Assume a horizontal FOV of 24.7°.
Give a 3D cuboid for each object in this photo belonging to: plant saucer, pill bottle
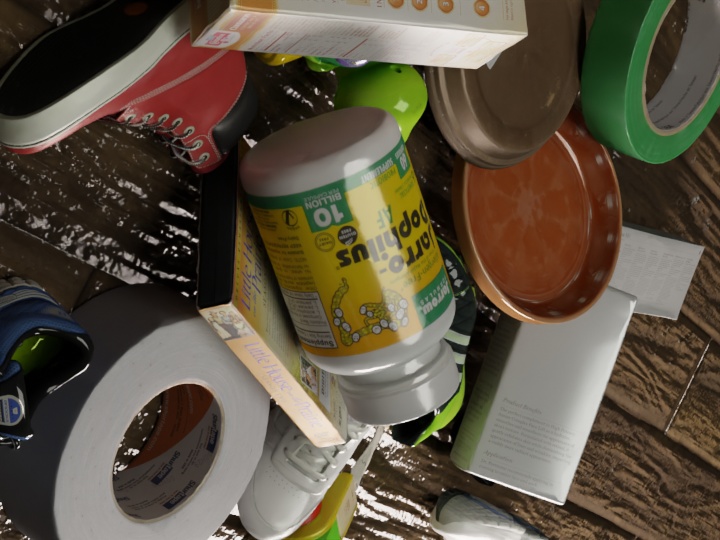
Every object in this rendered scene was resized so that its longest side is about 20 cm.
[{"bbox_3d":[0.148,-0.054,1.399,0.200,0.032,0.201,7,79,-42],"label":"plant saucer"},{"bbox_3d":[0.123,-0.180,1.321,0.200,0.029,0.201,-13,108,-46],"label":"plant saucer"},{"bbox_3d":[0.000,0.000,1.121,0.113,0.113,0.201,-35,116,-36],"label":"pill bottle"}]

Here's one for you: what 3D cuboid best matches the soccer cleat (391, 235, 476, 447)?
[{"bbox_3d":[0.054,0.062,1.370,0.081,0.067,0.201,-43,142,-41],"label":"soccer cleat"}]

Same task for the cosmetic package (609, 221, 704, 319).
[{"bbox_3d":[0.262,-0.005,1.612,0.200,0.051,0.083,10,104,-53],"label":"cosmetic package"}]

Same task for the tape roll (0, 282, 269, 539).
[{"bbox_3d":[-0.153,0.114,1.139,0.200,0.066,0.201,-29,131,-39],"label":"tape roll"}]

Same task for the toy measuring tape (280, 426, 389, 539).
[{"bbox_3d":[-0.038,0.180,1.346,0.200,0.073,0.074,-62,151,-45],"label":"toy measuring tape"}]

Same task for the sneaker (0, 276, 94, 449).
[{"bbox_3d":[-0.244,0.071,0.979,0.200,0.089,0.079,-33,132,-37],"label":"sneaker"}]

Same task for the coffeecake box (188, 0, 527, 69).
[{"bbox_3d":[-0.005,-0.214,1.017,0.199,0.073,0.154,1,77,-25],"label":"coffeecake box"}]

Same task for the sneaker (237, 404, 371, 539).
[{"bbox_3d":[-0.031,0.115,1.262,0.075,0.100,0.200,33,73,-12],"label":"sneaker"}]

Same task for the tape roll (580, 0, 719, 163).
[{"bbox_3d":[0.265,-0.194,1.419,0.200,0.048,0.201,-31,133,-40],"label":"tape roll"}]

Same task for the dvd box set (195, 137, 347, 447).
[{"bbox_3d":[-0.059,0.017,1.167,0.200,0.029,0.147,55,27,-51],"label":"dvd box set"}]

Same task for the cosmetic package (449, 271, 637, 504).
[{"bbox_3d":[0.164,0.099,1.484,0.101,0.074,0.201,21,89,-12],"label":"cosmetic package"}]

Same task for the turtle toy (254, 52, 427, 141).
[{"bbox_3d":[0.003,-0.182,1.139,0.146,0.101,0.201,-28,130,-40],"label":"turtle toy"}]

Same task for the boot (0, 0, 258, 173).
[{"bbox_3d":[-0.139,-0.096,1.037,0.200,0.072,0.145,-42,140,-34],"label":"boot"}]

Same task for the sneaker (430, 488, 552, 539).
[{"bbox_3d":[0.119,0.268,1.571,0.087,0.074,0.200,-58,143,-2],"label":"sneaker"}]

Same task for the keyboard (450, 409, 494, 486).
[{"bbox_3d":[0.159,0.130,1.585,0.200,0.040,0.104,-40,114,-29],"label":"keyboard"}]
